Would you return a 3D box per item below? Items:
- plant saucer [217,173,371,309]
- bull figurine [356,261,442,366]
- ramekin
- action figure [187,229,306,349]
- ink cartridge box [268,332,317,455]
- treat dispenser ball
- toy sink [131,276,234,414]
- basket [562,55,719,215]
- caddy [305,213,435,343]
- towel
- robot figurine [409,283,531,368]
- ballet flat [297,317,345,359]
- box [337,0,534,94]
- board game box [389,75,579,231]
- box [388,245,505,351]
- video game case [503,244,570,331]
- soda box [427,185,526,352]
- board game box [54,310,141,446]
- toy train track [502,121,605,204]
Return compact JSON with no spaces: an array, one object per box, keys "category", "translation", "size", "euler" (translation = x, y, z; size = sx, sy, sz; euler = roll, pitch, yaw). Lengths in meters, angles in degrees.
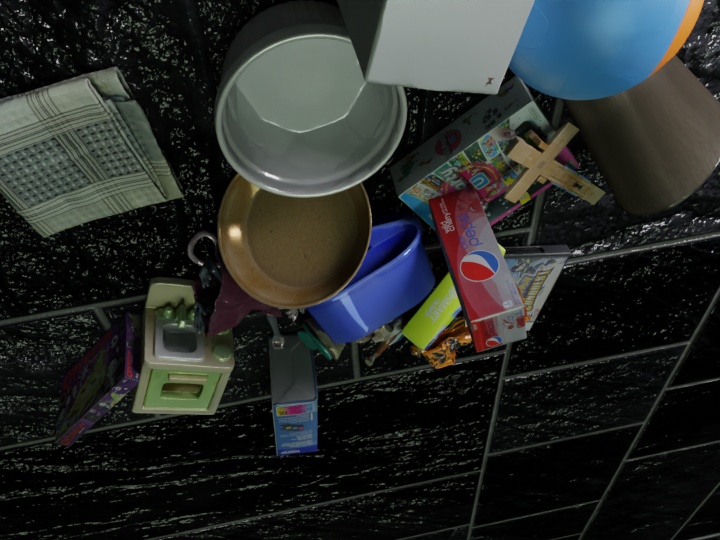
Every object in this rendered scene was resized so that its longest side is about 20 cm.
[{"category":"plant saucer","translation":[-0.079,-0.053,0.812],"size":[0.199,0.201,0.035],"euler":[-24,170,12]},{"category":"bull figurine","translation":[0.054,0.063,1.022],"size":[0.121,0.065,0.201],"euler":[-39,160,-34]},{"category":"ramekin","translation":[-0.058,-0.187,0.707],"size":[0.198,0.106,0.201],"euler":[-9,138,-8]},{"category":"action figure","translation":[-0.147,0.030,0.947],"size":[0.199,0.150,0.134],"euler":[-7,155,-38]},{"category":"ink cartridge box","translation":[-0.114,0.219,1.118],"size":[0.076,0.137,0.201],"euler":[-2,138,-8]},{"category":"treat dispenser ball","translation":[0.217,-0.266,0.624],"size":[0.199,0.202,0.202],"euler":[-8,139,-7]},{"category":"toy sink","translation":[-0.263,0.122,0.986],"size":[0.129,0.113,0.201],"euler":[7,135,-23]},{"category":"basket","translation":[0.331,-0.195,0.790],"size":[0.200,0.136,0.181],"euler":[36,87,-35]},{"category":"caddy","translation":[0.000,0.000,0.868],"size":[0.199,0.141,0.105],"euler":[-32,117,-4]},{"category":"towel","translation":[-0.325,-0.125,0.753],"size":[0.198,0.035,0.193],"euler":[-16,139,1]},{"category":"robot figurine","translation":[0.171,0.090,1.062],"size":[0.199,0.058,0.145],"euler":[-31,145,6]},{"category":"ballet flat","translation":[-0.052,0.087,0.978],"size":[0.062,0.200,0.068],"euler":[-39,99,-12]},{"category":"box","translation":[0.053,-0.257,0.587],"size":[0.123,0.201,0.098],"euler":[0,137,-17]},{"category":"board game box","translation":[0.161,-0.134,0.861],"size":[0.199,0.065,0.147],"euler":[-34,135,22]},{"category":"box","translation":[0.127,0.040,0.946],"size":[0.200,0.048,0.122],"euler":[-51,169,5]},{"category":"video game case","translation":[0.231,0.037,1.099],"size":[0.179,0.026,0.201],"euler":[-2,138,-14]},{"category":"soda box","translation":[0.138,-0.007,0.795],"size":[0.063,0.201,0.070],"euler":[-17,138,5]},{"category":"board game box","translation":[-0.394,0.164,0.989],"size":[0.032,0.121,0.200],"euler":[30,122,-35]},{"category":"toy train track","translation":[0.242,-0.128,0.826],"size":[0.199,0.033,0.115],"euler":[17,123,-40]}]
